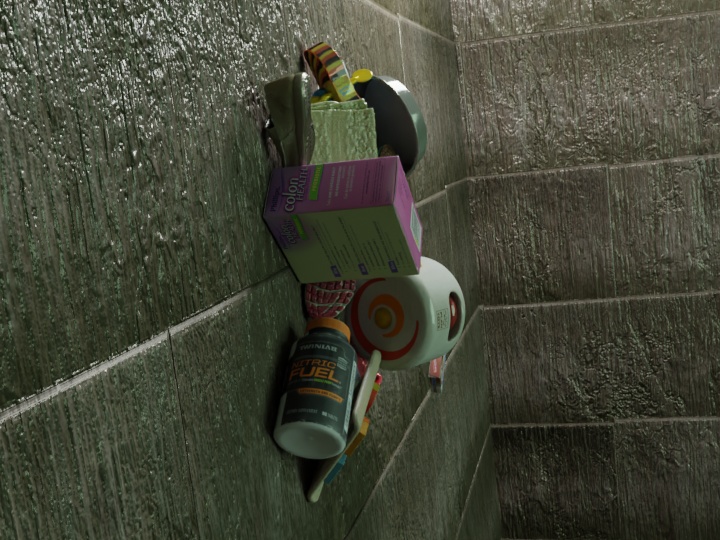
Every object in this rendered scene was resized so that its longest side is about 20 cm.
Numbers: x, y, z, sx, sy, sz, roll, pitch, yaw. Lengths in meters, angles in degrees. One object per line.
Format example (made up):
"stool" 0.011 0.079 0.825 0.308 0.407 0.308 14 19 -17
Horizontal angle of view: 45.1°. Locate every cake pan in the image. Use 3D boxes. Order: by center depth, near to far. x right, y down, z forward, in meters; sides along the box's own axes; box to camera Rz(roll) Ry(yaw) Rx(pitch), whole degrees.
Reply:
"cake pan" 0.051 -0.267 1.589 0.037 0.200 0.201 -30 123 -28

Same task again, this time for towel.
"towel" -0.038 -0.180 1.439 0.036 0.148 0.201 -171 -107 -67

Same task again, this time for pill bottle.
"pill bottle" -0.062 0.168 1.288 0.106 0.106 0.200 69 22 -46

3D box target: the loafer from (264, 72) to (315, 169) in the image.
"loafer" -0.108 -0.213 1.304 0.200 0.068 0.076 93 8 -46

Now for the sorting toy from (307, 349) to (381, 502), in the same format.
"sorting toy" -0.018 0.249 1.382 0.185 0.036 0.200 -68 -175 -58

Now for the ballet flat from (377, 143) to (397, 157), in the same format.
"ballet flat" 0.057 -0.126 1.559 0.070 0.065 0.201 -1 99 -55

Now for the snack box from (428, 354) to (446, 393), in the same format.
"snack box" 0.157 0.134 1.702 0.072 0.024 0.200 77 20 -57

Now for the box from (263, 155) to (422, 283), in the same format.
"box" -0.020 -0.073 1.324 0.176 0.199 0.097 64 26 -52

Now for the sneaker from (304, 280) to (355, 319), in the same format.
"sneaker" -0.046 -0.001 1.457 0.075 0.080 0.200 118 -12 -59

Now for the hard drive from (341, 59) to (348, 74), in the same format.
"hard drive" -0.024 -0.290 1.699 0.200 0.026 0.132 67 24 -48

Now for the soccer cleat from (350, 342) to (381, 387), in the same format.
"soccer cleat" -0.021 0.150 1.494 0.200 0.076 0.067 65 26 -53

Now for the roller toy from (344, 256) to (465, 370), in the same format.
"roller toy" 0.072 0.070 1.461 0.140 0.200 0.183 -11 57 -53

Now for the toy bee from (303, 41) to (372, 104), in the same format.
"toy bee" -0.022 -0.301 1.514 0.131 0.109 0.200 -53 128 -9
